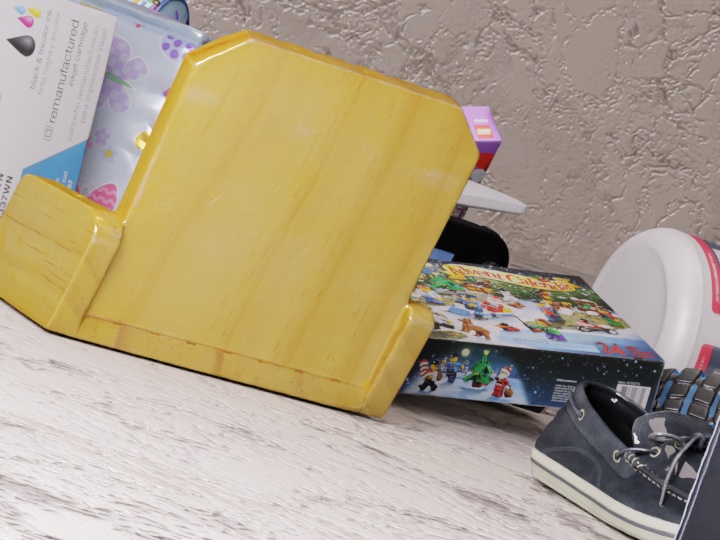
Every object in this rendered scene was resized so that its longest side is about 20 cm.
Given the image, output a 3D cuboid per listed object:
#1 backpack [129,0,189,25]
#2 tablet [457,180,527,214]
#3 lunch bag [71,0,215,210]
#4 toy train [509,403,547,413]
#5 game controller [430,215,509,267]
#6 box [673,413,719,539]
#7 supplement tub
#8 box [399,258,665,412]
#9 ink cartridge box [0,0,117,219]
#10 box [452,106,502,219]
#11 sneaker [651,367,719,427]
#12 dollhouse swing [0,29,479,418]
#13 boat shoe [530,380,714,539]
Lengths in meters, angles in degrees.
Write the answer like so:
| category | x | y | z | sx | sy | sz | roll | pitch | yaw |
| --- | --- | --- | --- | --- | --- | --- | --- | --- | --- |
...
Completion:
| category | x | y | z | sx | sy | sz | roll | pitch | yaw |
| --- | --- | --- | --- | --- | --- | --- | --- | --- | --- |
| backpack | -0.165 | -0.109 | 1.803 | 0.135 | 0.200 | 0.183 | 19 | 3 | 11 |
| tablet | 0.003 | -0.073 | 1.849 | 0.130 | 0.014 | 0.200 | 7 | 10 | -43 |
| lunch bag | -0.180 | -0.086 | 1.639 | 0.200 | 0.170 | 0.127 | 24 | 4 | 28 |
| toy train | 0.035 | 0.050 | 1.727 | 0.200 | 0.042 | 0.056 | 17 | 14 | -20 |
| game controller | 0.000 | 0.000 | 1.758 | 0.200 | 0.104 | 0.042 | 16 | 10 | -31 |
| box | 0.257 | 0.128 | 1.072 | 0.200 | 0.124 | 0.197 | 22 | 3 | 41 |
| supplement tub | 0.260 | 0.061 | 1.867 | 0.200 | 0.140 | 0.140 | 17 | 4 | -24 |
| box | 0.062 | 0.034 | 1.638 | 0.200 | 0.038 | 0.137 | 6 | 20 | -22 |
| ink cartridge box | -0.264 | -0.099 | 1.490 | 0.146 | 0.147 | 0.200 | 13 | 0 | 41 |
| box | -0.009 | -0.064 | 2.059 | 0.200 | 0.137 | 0.039 | -1 | 52 | -24 |
| sneaker | 0.243 | 0.118 | 1.653 | 0.200 | 0.075 | 0.087 | 13 | -30 | 11 |
| dollhouse swing | -0.065 | -0.037 | 1.450 | 0.200 | 0.176 | 0.182 | 16 | 5 | -27 |
| boat shoe | 0.155 | 0.103 | 1.368 | 0.075 | 0.062 | 0.200 | 18 | 5 | -31 |
